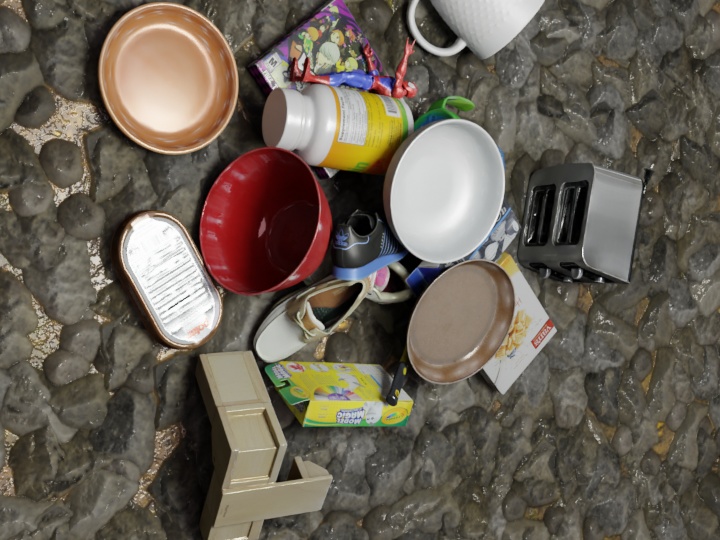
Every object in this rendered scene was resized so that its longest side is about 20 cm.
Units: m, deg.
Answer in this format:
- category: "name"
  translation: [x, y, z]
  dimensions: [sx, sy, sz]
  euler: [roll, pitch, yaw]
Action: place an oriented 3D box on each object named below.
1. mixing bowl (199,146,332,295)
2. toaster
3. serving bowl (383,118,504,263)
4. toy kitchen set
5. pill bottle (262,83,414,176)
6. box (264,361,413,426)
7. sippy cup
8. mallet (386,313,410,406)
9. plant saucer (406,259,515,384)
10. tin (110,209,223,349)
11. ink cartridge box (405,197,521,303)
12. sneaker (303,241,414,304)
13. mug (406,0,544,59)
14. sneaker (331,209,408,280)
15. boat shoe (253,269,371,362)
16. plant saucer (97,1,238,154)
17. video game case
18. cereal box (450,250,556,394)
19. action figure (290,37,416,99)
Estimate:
- category: "mixing bowl"
  translation: [-0.113, -0.057, 1.451]
  dimensions: [0.108, 0.197, 0.204]
  euler: [22, 78, -59]
- category: "toaster"
  translation: [0.361, -0.081, 1.711]
  dimensions: [0.117, 0.180, 0.204]
  euler: [13, 85, -28]
- category: "serving bowl"
  translation: [0.109, -0.116, 1.490]
  dimensions: [0.197, 0.066, 0.204]
  euler: [-10, 109, -30]
- category: "toy kitchen set"
  translation: [-0.145, 0.248, 1.483]
  dimensions: [0.160, 0.182, 0.202]
  euler: [-2, 131, -26]
- category: "pill bottle"
  translation: [-0.033, -0.199, 1.478]
  dimensions: [0.197, 0.110, 0.114]
  euler: [5, 88, -30]
- category: "box"
  translation: [-0.036, 0.178, 1.517]
  dimensions: [0.197, 0.117, 0.049]
  euler: [7, 110, -30]
- category: "sippy cup"
  translation: [0.150, -0.165, 1.624]
  dimensions: [0.129, 0.140, 0.180]
  euler: [14, 110, -39]
- category: "mallet"
  translation: [0.060, 0.128, 1.559]
  dimensions: [0.067, 0.041, 0.200]
  euler: [63, 23, -12]
- category: "plant saucer"
  translation: [0.144, 0.072, 1.565]
  dimensions: [0.197, 0.032, 0.204]
  euler: [-16, 121, -29]
- category: "tin"
  translation: [-0.262, 0.014, 1.434]
  dimensions: [0.111, 0.042, 0.202]
  euler: [-33, 106, -21]
- category: "ink cartridge box"
  translation: [0.157, -0.025, 1.583]
  dimensions: [0.201, 0.039, 0.100]
  euler: [-51, 134, -13]
- category: "sneaker"
  translation: [0.000, 0.000, 1.554]
  dimensions: [0.197, 0.088, 0.083]
  euler: [12, 85, -29]
- category: "mug"
  translation: [0.159, -0.423, 1.625]
  dimensions: [0.175, 0.148, 0.200]
  euler: [42, 101, -15]
- category: "sneaker"
  translation: [0.020, -0.051, 1.484]
  dimensions: [0.200, 0.069, 0.079]
  euler: [-36, 131, -59]
- category: "boat shoe"
  translation: [-0.072, 0.061, 1.487]
  dimensions: [0.199, 0.068, 0.075]
  euler: [-40, 101, 5]
- category: "plant saucer"
  translation: [-0.262, -0.258, 1.430]
  dimensions: [0.197, 0.037, 0.205]
  euler: [0, 90, -29]
- category: "video game case"
  translation: [-0.044, -0.269, 1.556]
  dimensions: [0.181, 0.036, 0.202]
  euler: [-42, 110, -24]
- category: "cereal box"
  translation: [0.220, 0.083, 1.670]
  dimensions: [0.144, 0.039, 0.201]
  euler: [-47, 128, -10]
- category: "action figure"
  translation: [0.003, -0.300, 1.523]
  dimensions: [0.197, 0.065, 0.101]
  euler: [9, 97, -31]
